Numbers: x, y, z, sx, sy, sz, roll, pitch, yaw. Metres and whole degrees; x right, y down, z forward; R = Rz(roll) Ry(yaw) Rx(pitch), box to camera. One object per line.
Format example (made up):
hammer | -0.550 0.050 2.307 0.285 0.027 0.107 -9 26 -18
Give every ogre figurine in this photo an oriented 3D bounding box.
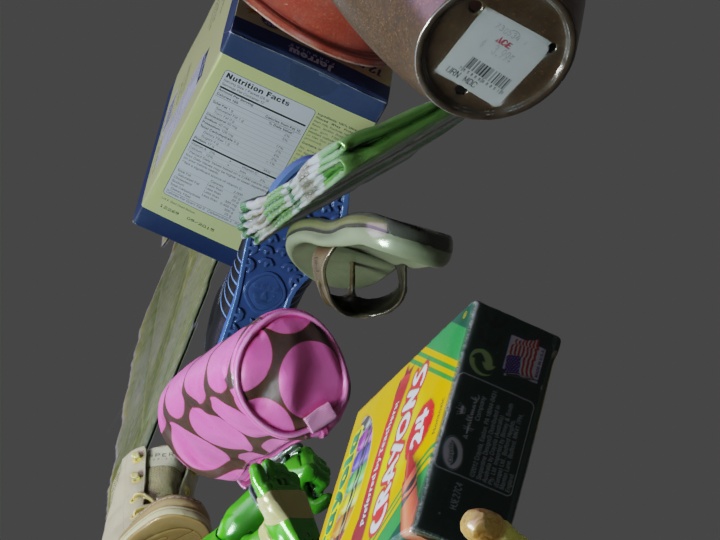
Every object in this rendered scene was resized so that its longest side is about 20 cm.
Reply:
ogre figurine | -0.078 0.197 1.511 0.120 0.098 0.201 -39 40 29

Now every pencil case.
pencil case | -0.069 0.088 1.701 0.090 0.094 0.200 -23 -5 -20

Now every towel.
towel | 0.010 -0.080 1.594 0.149 0.031 0.200 -31 -1 -24

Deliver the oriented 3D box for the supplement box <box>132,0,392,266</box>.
supplement box | -0.070 -0.139 2.030 0.201 0.133 0.200 -81 18 -53

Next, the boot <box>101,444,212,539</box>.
boot | -0.152 0.187 1.918 0.200 0.072 0.156 117 167 -47

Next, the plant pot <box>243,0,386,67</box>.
plant pot | 0.006 -0.290 1.886 0.196 0.200 0.201 -51 17 27

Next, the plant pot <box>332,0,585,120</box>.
plant pot | 0.058 -0.181 1.474 0.188 0.186 0.201 -59 28 32

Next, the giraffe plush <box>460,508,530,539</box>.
giraffe plush | 0.029 0.204 0.907 0.199 0.173 0.163 -25 40 18

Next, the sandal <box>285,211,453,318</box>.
sandal | -0.001 0.000 1.587 0.201 0.079 0.058 169 110 -76

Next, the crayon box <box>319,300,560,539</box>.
crayon box | 0.026 0.112 1.284 0.200 0.050 0.128 131 159 -59

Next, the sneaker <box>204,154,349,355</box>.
sneaker | -0.070 0.000 1.916 0.201 0.070 0.078 -66 18 11
